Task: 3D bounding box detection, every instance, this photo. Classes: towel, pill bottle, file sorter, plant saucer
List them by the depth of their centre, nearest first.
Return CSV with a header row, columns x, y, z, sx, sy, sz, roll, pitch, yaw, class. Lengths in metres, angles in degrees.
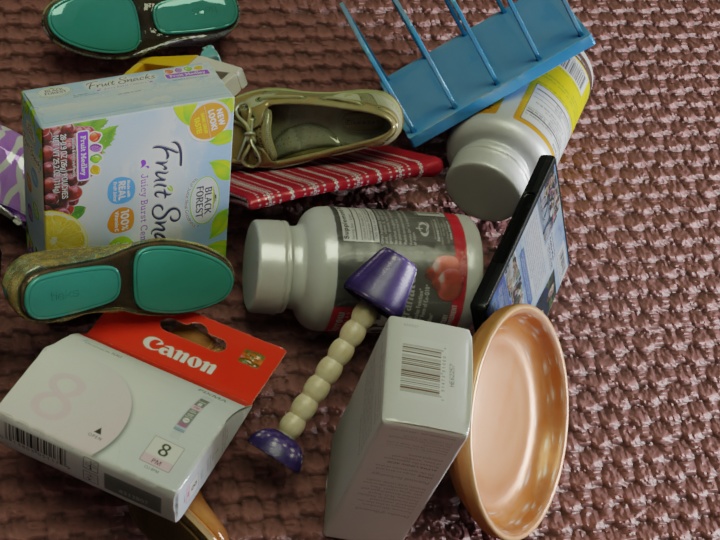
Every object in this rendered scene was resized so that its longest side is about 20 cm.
x,y,z,sx,sy,sz,roll,pitch,yaw,class
0.122,0.127,1.346,0.037,0.200,0.200,0,45,30,plant saucer
0.000,0.000,1.421,0.200,0.111,0.111,3,55,-14,pill bottle
-0.039,-0.087,1.485,0.200,0.022,0.145,-13,15,-24,towel
0.098,-0.242,1.542,0.200,0.123,0.139,-29,33,5,file sorter
0.154,-0.143,1.578,0.109,0.109,0.200,26,52,3,pill bottle

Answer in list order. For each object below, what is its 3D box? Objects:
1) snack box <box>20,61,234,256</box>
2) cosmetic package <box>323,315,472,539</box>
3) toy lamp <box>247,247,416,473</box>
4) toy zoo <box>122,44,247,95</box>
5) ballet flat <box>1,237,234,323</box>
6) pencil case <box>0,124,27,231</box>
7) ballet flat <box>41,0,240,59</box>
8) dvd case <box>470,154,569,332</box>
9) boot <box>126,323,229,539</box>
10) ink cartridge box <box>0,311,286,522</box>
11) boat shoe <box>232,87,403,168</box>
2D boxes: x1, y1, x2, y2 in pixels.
x,y,z,sx,sy,sz,roll,pitch,yaw,class
-0.199,-0.069,1.363,0.169,0.200,0.068,-12,42,-24,snack box
0.028,0.135,1.285,0.074,0.200,0.102,11,54,-8,cosmetic package
-0.020,0.072,1.327,0.058,0.058,0.200,31,82,7,toy lamp
-0.197,-0.152,1.498,0.131,0.020,0.200,10,44,35,toy zoo
-0.204,0.004,1.327,0.200,0.071,0.071,-6,57,-32,ballet flat
-0.358,-0.098,1.418,0.200,0.084,0.086,22,62,3,pencil case
-0.221,-0.243,1.573,0.200,0.072,0.072,-8,58,-23,ballet flat
0.149,0.011,1.451,0.018,0.143,0.200,9,49,24,dvd case
-0.141,0.140,1.324,0.200,0.077,0.155,39,50,22,boot
-0.172,0.089,1.279,0.163,0.057,0.200,22,51,12,ink cartridge box
-0.061,-0.132,1.480,0.201,0.073,0.063,-2,13,7,boat shoe
